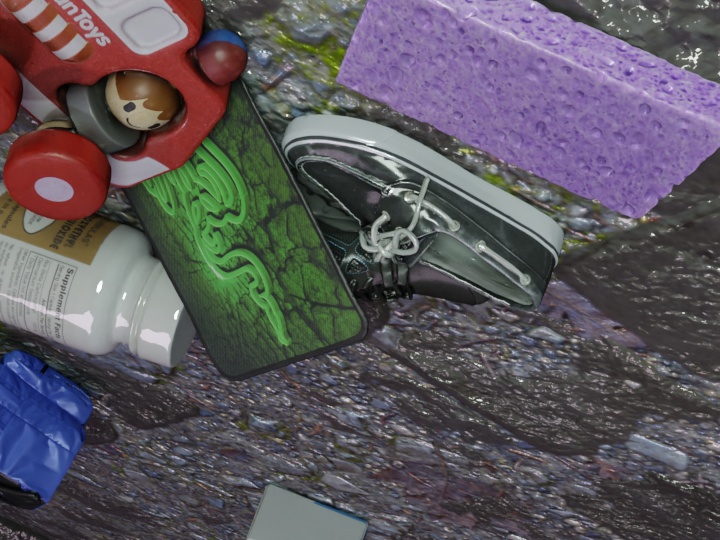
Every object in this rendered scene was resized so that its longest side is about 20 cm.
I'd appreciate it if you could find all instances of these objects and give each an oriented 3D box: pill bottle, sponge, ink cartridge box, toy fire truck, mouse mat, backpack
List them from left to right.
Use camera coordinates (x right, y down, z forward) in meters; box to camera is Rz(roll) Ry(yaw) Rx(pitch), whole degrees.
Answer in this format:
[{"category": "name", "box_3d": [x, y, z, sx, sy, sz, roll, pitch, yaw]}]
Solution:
[{"category": "backpack", "box_3d": [-0.442, 0.180, 1.462, 0.200, 0.168, 0.162, 33, 150, -12]}, {"category": "pill bottle", "box_3d": [-0.237, 0.008, 1.028, 0.200, 0.115, 0.114, 20, 154, 6]}, {"category": "toy fire truck", "box_3d": [-0.164, -0.129, 0.734, 0.168, 0.112, 0.200, -17, 138, 27]}, {"category": "mouse mat", "box_3d": [-0.090, -0.023, 0.831, 0.161, 0.008, 0.200, -22, 97, 43]}, {"category": "ink cartridge box", "box_3d": [-0.075, 0.381, 1.650, 0.145, 0.084, 0.200, 19, 154, 6]}, {"category": "sponge", "box_3d": [0.091, -0.099, 0.660, 0.200, 0.030, 0.112, 23, 154, -3]}]

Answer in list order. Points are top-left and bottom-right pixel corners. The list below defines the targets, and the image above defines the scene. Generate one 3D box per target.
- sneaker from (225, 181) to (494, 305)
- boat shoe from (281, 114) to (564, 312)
[{"category": "sneaker", "box_3d": [0.000, 0.000, 0.862, 0.200, 0.082, 0.073, 14, 154, 16]}, {"category": "boat shoe", "box_3d": [0.034, -0.033, 0.786, 0.199, 0.068, 0.074, 28, 154, -10]}]
